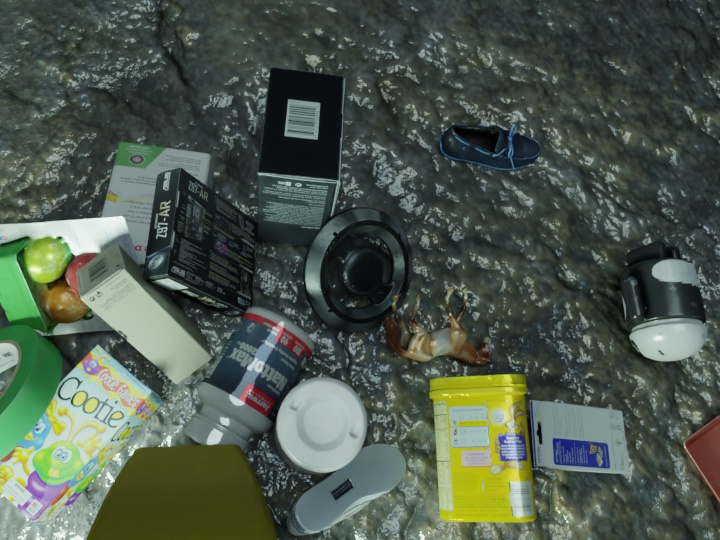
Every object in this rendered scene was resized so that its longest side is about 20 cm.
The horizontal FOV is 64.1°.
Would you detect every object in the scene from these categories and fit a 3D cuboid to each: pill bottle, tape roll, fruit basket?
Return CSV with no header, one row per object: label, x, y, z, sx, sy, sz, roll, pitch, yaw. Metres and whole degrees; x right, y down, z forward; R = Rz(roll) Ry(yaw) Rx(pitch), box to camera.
pill bottle,-0.162,0.166,0.832,0.119,0.120,0.201,28,68,1
tape roll,-0.488,0.166,0.749,0.199,0.048,0.201,-16,44,16
pill bottle,-0.061,0.218,0.786,0.112,0.200,0.114,3,69,-9
fruit basket,-0.407,0.009,0.819,0.198,0.187,0.094,-7,31,-3

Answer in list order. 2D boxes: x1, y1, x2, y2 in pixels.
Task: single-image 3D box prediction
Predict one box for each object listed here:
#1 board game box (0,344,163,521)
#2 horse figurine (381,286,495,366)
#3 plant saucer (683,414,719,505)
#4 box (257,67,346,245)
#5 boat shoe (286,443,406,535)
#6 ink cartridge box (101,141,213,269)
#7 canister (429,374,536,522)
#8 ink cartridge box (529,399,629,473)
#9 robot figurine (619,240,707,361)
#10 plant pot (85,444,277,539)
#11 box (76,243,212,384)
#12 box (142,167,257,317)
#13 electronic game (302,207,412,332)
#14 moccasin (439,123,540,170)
board game box,-0.383,0.218,0.780,0.105,0.103,0.200,37,68,5
horse figurine,0.120,0.100,0.936,0.198,0.050,0.134,-6,91,-21
plant saucer,0.654,0.332,0.961,0.199,0.037,0.201,-25,77,-18
box,-0.097,-0.174,0.920,0.123,0.197,0.202,5,64,-6
boat shoe,-0.022,0.314,0.831,0.199,0.065,0.074,-13,64,-36
ink cartridge box,-0.322,-0.090,0.915,0.143,0.084,0.202,7,69,-7
canister,0.182,0.263,0.858,0.147,0.087,0.202,-6,72,15
ink cartridge box,0.333,0.262,0.901,0.199,0.039,0.100,13,67,-24
robot figurine,0.519,0.055,0.995,0.149,0.125,0.202,-3,69,7
plant pot,-0.212,0.325,0.694,0.198,0.201,0.177,3,30,-15
box,-0.295,0.063,0.797,0.068,0.201,0.082,-36,39,-7
box,-0.227,-0.034,0.854,0.043,0.200,0.162,-8,69,21
electronic game,0.000,0.000,0.918,0.199,0.042,0.202,-7,103,-29
moccasin,0.251,-0.233,1.080,0.198,0.068,0.081,-1,70,-11
